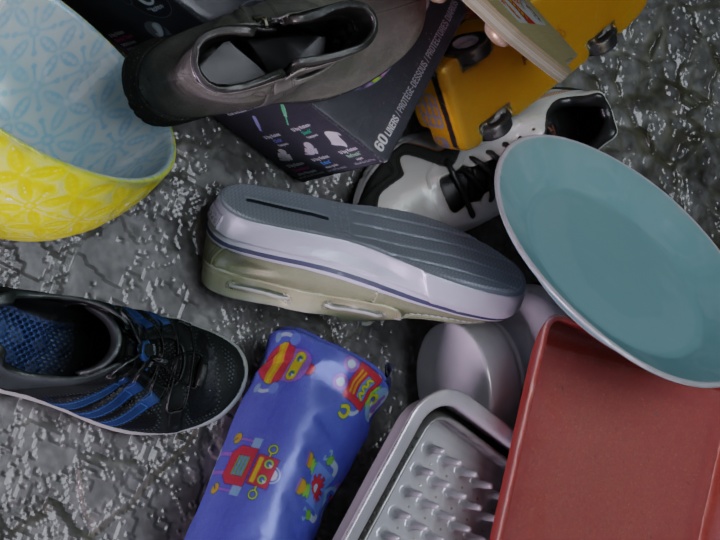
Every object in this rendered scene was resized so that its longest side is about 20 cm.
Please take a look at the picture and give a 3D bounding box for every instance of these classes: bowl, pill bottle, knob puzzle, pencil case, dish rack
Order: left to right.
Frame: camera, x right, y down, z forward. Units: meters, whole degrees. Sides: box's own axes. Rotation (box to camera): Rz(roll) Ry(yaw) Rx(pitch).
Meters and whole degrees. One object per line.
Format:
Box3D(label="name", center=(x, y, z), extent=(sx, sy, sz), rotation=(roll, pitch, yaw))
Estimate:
Box3D(label="bowl", center=(-0.210, -0.078, 1.233), extent=(0.199, 0.201, 0.108), rotation=(29, 113, -26))
Box3D(label="pencil case", center=(-0.051, 0.134, 1.344), extent=(0.087, 0.078, 0.201), rotation=(50, 58, -53))
Box3D(label="dish rack", center=(0.044, 0.186, 1.352), extent=(0.171, 0.043, 0.201), rotation=(37, 75, -31))
Box3D(label="knob puzzle", center=(0.044, -0.177, 1.298), extent=(0.030, 0.220, 0.220), rotation=(-42, 112, 13))
Box3D(label="pill bottle", center=(0.139, 0.060, 1.446), extent=(0.199, 0.111, 0.112), rotation=(-8, 90, -31))

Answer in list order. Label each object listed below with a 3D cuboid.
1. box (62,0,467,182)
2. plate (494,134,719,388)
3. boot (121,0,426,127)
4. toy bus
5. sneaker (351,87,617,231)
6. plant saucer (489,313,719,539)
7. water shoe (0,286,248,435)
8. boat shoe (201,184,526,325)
Box3D(label="box", center=(-0.057, -0.160, 1.348), extent=(0.200, 0.106, 0.123), rotation=(36, 68, -23))
Box3D(label="plate", center=(0.157, -0.002, 1.370), extent=(0.199, 0.026, 0.201), rotation=(26, 35, -20))
Box3D(label="boot", center=(-0.023, -0.123, 1.229), extent=(0.199, 0.130, 0.068), rotation=(-21, 98, -28))
Box3D(label="toy bus", center=(0.102, -0.155, 1.452), extent=(0.200, 0.078, 0.065), rotation=(-39, 126, -30))
Box3D(label="sneaker", center=(0.079, -0.068, 1.441), extent=(0.200, 0.080, 0.074), rotation=(-34, 105, -27))
Box3D(label="plant saucer", center=(0.156, 0.141, 1.378), extent=(0.199, 0.037, 0.201), rotation=(15, 87, -34))
Box3D(label="water shoe", center=(-0.143, 0.054, 1.292), extent=(0.199, 0.079, 0.072), rotation=(10, 81, -31))
Box3D(label="boat shoe", center=(0.000, 0.000, 1.372), extent=(0.199, 0.072, 0.062), rotation=(15, 120, -7))
